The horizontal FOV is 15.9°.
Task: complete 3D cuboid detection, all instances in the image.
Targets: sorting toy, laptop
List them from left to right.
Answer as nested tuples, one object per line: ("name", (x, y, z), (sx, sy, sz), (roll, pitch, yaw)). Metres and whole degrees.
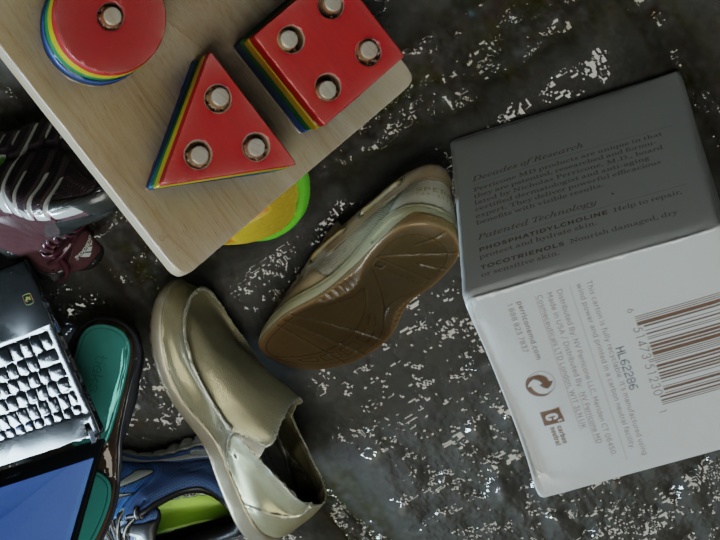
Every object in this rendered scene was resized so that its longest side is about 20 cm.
("laptop", (-0.269, 0.121, 1.723), (0.176, 0.103, 0.201), (-19, 98, 36))
("sorting toy", (-0.092, -0.136, 1.568), (0.199, 0.070, 0.200), (-41, 99, -16))

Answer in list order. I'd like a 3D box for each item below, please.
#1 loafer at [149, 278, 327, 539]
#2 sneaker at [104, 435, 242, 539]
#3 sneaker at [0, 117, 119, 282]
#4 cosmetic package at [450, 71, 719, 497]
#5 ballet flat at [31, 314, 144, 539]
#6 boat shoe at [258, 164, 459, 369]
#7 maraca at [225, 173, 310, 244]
("loafer", (-0.079, 0.092, 1.775), (0.068, 0.076, 0.201), (-15, 110, 29))
("sneaker", (-0.167, 0.171, 1.832), (0.198, 0.089, 0.079), (-12, 120, 7))
("sneaker", (-0.189, -0.040, 1.682), (0.199, 0.076, 0.116), (6, 150, 47))
("cosmetic package", (0.162, 0.008, 1.669), (0.165, 0.200, 0.168), (-17, 120, 9))
("ballet flat", (-0.192, 0.128, 1.785), (0.073, 0.073, 0.201), (16, 90, -11))
("boat shoe", (0.000, 0.000, 1.745), (0.072, 0.065, 0.200), (23, 137, -23))
("maraca", (-0.118, -0.093, 1.663), (0.200, 0.107, 0.137), (39, 137, -7))
